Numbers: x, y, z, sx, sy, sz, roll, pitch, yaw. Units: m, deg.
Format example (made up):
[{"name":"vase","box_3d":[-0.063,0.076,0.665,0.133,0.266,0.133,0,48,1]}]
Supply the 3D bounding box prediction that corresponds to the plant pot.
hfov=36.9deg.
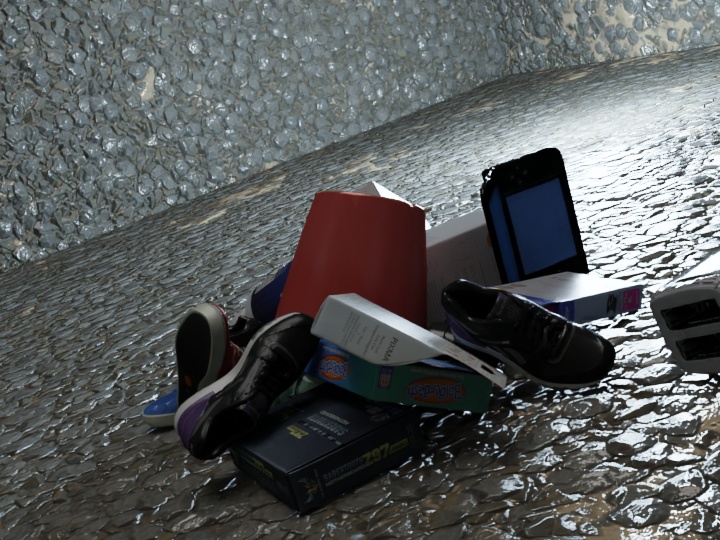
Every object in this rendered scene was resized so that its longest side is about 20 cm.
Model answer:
[{"name":"plant pot","box_3d":[0.000,0.000,1.348,0.199,0.178,0.200,9,-3,0]}]

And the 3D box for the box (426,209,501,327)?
[{"name":"box","box_3d":[0.120,0.007,1.515,0.199,0.125,0.097,-21,14,-18]}]

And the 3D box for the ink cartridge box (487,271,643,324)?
[{"name":"ink cartridge box","box_3d":[0.240,0.037,1.324,0.199,0.042,0.119,-6,11,-42]}]

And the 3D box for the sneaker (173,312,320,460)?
[{"name":"sneaker","box_3d":[-0.111,0.134,1.190,0.200,0.076,0.088,-44,25,-7]}]

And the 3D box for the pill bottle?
[{"name":"pill bottle","box_3d":[-0.094,0.052,1.539,0.200,0.111,0.111,-36,2,32]}]

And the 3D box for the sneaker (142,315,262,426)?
[{"name":"sneaker","box_3d":[-0.215,0.129,1.468,0.199,0.112,0.077,-22,15,-18]}]

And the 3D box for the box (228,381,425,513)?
[{"name":"box","box_3d":[-0.045,0.185,1.185,0.157,0.051,0.200,-24,15,-22]}]

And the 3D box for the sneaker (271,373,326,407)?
[{"name":"sneaker","box_3d":[-0.087,0.149,1.332,0.118,0.074,0.200,4,29,30]}]

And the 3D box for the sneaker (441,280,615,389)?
[{"name":"sneaker","box_3d":[0.175,0.067,1.172,0.199,0.088,0.076,17,71,28]}]

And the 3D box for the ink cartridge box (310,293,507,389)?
[{"name":"ink cartridge box","box_3d":[0.056,0.087,1.137,0.199,0.047,0.160,28,3,8]}]

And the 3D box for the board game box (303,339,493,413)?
[{"name":"board game box","box_3d":[0.033,0.116,1.234,0.151,0.045,0.200,11,0,-28]}]

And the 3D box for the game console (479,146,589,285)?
[{"name":"game console","box_3d":[0.233,-0.043,1.424,0.175,0.201,0.116,-20,16,-16]}]

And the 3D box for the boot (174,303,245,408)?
[{"name":"boot","box_3d":[-0.159,0.102,1.375,0.144,0.201,0.072,-25,53,-34]}]

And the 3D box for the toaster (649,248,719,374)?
[{"name":"toaster","box_3d":[0.389,0.035,1.089,0.129,0.114,0.200,-27,1,-20]}]

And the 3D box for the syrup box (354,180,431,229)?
[{"name":"syrup box","box_3d":[0.041,-0.059,1.591,0.081,0.079,0.200,-34,-20,14]}]

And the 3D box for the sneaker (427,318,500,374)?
[{"name":"sneaker","box_3d":[0.147,0.084,1.340,0.104,0.060,0.200,5,13,21]}]
